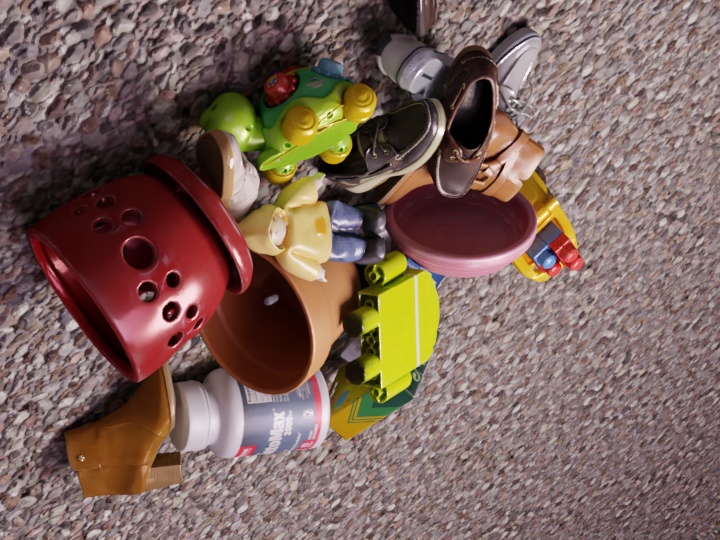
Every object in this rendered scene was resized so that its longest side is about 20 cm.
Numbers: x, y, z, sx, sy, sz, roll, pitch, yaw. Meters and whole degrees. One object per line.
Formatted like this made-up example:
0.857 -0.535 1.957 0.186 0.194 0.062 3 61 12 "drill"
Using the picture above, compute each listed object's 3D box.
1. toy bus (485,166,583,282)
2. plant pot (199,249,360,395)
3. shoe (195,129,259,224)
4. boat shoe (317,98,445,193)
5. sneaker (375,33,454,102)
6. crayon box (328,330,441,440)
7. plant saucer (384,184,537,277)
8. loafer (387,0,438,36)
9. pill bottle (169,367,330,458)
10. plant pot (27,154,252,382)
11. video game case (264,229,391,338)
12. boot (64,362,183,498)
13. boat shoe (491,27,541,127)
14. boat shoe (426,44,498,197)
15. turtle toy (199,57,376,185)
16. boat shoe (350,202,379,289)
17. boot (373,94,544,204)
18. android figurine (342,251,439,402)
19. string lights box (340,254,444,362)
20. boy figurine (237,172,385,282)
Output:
0.239 -0.053 1.984 0.136 0.192 0.200 -43 149 1 "toy bus"
-0.092 0.032 1.748 0.140 0.199 0.201 -33 151 -44 "plant pot"
-0.141 -0.103 1.542 0.053 0.070 0.200 -25 165 -15 "shoe"
0.023 -0.146 1.700 0.064 0.074 0.200 3 156 -38 "boat shoe"
0.067 -0.244 1.691 0.073 0.071 0.200 -47 169 5 "sneaker"
0.021 0.156 2.004 0.200 0.051 0.127 -36 -160 45 "crayon box"
0.128 -0.055 1.848 0.199 0.200 0.051 -22 133 -28 "plant saucer"
0.071 -0.344 1.566 0.071 0.073 0.201 -29 146 -19 "loafer"
-0.152 0.188 1.906 0.198 0.120 0.120 -3 133 -27 "pill bottle"
-0.230 -0.013 1.529 0.182 0.200 0.201 -39 149 -17 "plant pot"
-0.045 0.037 1.946 0.199 0.022 0.183 -27 145 -23 "video game case"
-0.304 0.194 1.808 0.142 0.071 0.203 -5 108 -6 "boot"
0.181 -0.210 1.832 0.074 0.086 0.203 12 121 -52 "boat shoe"
0.121 -0.164 1.689 0.070 0.071 0.201 -2 130 -10 "boat shoe"
-0.080 -0.169 1.584 0.199 0.102 0.146 -23 167 -24 "turtle toy"
0.000 0.000 1.854 0.068 0.084 0.201 -25 146 -30 "boat shoe"
0.123 -0.124 1.806 0.154 0.074 0.200 26 130 -27 "boot"
0.042 0.069 1.786 0.200 0.041 0.184 -30 121 -54 "android figurine"
0.056 0.039 1.921 0.201 0.059 0.103 -56 -179 -20 "string lights box"
-0.059 -0.051 1.628 0.199 0.064 0.126 5 88 -47 "boy figurine"
